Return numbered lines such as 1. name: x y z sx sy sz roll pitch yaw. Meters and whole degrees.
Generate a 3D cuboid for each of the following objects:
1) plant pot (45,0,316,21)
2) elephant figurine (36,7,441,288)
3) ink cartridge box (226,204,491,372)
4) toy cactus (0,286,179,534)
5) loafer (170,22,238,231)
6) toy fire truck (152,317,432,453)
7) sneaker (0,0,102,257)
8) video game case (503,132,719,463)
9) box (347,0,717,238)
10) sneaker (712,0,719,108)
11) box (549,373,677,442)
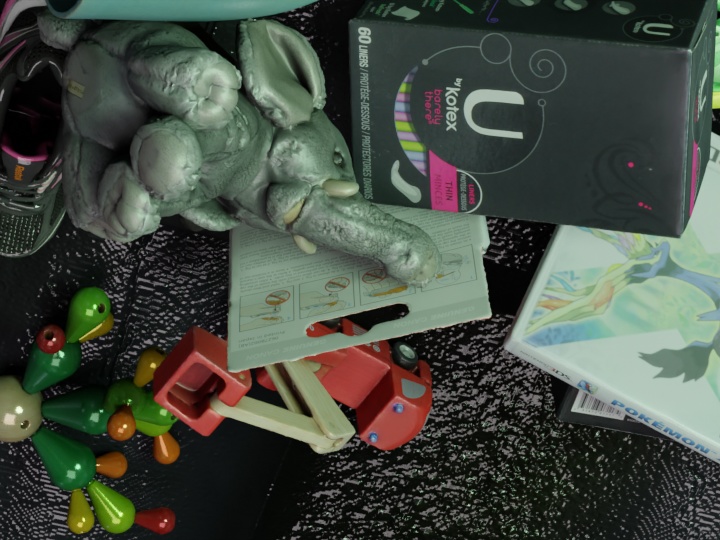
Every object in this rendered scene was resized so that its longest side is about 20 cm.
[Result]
1. plant pot: -0.073 -0.226 1.150 0.160 0.201 0.201 5 125 -21
2. elephant figurine: -0.066 -0.070 1.216 0.200 0.156 0.141 4 174 -42
3. ink cartridge box: 0.000 0.000 1.301 0.160 0.200 0.050 -13 127 6
4. toy cactus: -0.201 0.103 1.437 0.164 0.102 0.200 1 134 8
5. loafer: -0.104 -0.119 1.300 0.071 0.073 0.200 -19 129 -2
6. toy fire truck: -0.037 0.073 1.385 0.200 0.141 0.049 30 118 -21
7. sneaker: -0.207 -0.079 1.298 0.080 0.087 0.200 8 131 -7
8. video game case: 0.204 0.007 1.305 0.182 0.200 0.022 28 152 -2
9. box: 0.102 -0.104 1.252 0.199 0.106 0.123 6 121 15
10. sneaker: 0.238 -0.146 1.290 0.199 0.074 0.084 -9 129 3
11. box: 0.223 0.042 1.379 0.199 0.141 0.079 11 122 -11
